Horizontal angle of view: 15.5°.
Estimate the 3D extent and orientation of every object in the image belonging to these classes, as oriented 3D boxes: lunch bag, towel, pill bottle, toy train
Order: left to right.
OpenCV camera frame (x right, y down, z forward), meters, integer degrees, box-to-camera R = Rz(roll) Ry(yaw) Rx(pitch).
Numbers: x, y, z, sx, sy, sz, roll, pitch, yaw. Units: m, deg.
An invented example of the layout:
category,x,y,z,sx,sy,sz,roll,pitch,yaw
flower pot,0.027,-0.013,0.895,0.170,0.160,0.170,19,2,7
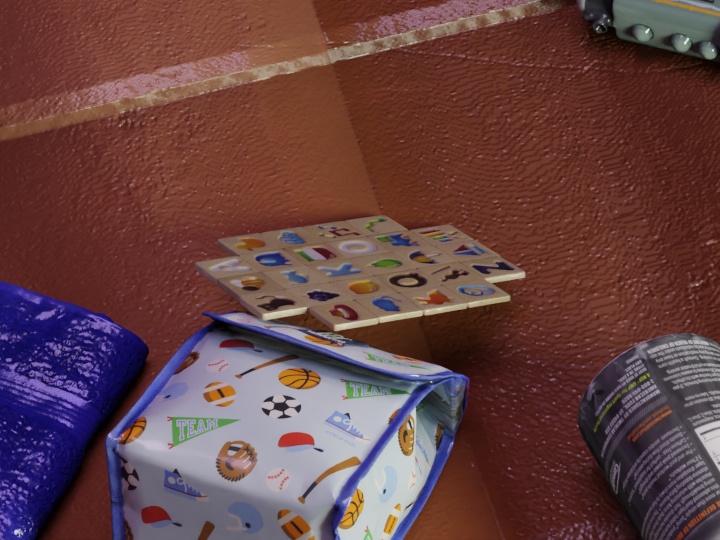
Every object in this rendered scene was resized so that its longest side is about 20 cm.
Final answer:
category,x,y,z,sx,sy,sz,roll,pitch,yaw
towel,-0.245,0.094,1.734,0.148,0.050,0.200,14,51,19
lunch bag,-0.042,0.103,1.659,0.170,0.124,0.200,16,36,20
toy train,0.257,-0.204,1.932,0.200,0.085,0.114,17,61,21
pill bottle,0.216,0.141,1.601,0.106,0.106,0.200,-18,48,-10

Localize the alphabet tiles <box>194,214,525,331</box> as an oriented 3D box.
category,x,y,z,sx,sy,sz,roll,pitch,yaw
alphabet tiles,0.000,0.000,1.756,0.200,0.006,0.166,-9,24,-29
